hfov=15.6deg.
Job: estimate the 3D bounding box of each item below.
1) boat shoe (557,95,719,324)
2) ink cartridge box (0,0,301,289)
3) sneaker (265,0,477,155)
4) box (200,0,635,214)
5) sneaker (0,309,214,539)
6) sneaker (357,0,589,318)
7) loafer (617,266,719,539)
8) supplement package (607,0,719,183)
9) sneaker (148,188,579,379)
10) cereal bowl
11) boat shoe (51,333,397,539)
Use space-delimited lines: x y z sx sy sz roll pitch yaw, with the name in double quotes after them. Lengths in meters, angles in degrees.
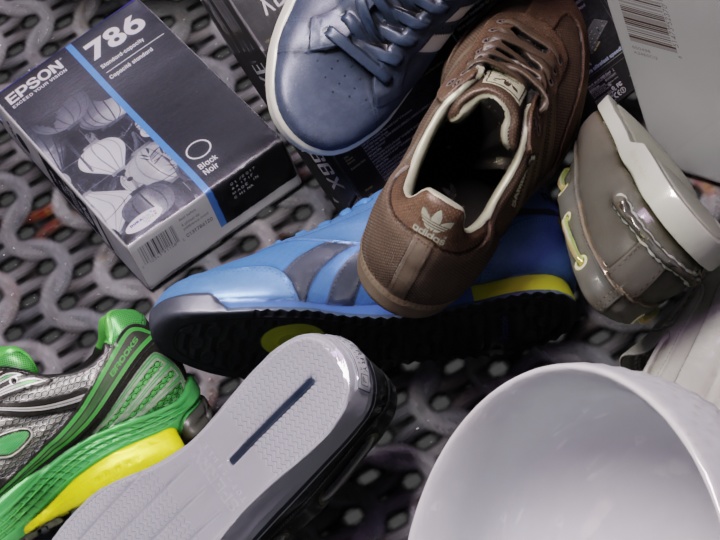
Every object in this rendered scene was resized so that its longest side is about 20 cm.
0.117 -0.027 1.173 0.060 0.072 0.202 -42 10 9 "boat shoe"
-0.123 -0.078 1.380 0.099 0.039 0.200 -36 45 -11 "ink cartridge box"
0.030 -0.140 1.187 0.200 0.075 0.084 -57 17 -8 "sneaker"
0.047 -0.122 1.265 0.200 0.158 0.050 -38 12 -13 "box"
-0.170 0.085 1.203 0.199 0.085 0.078 -28 4 -10 "sneaker"
0.064 -0.066 1.167 0.070 0.076 0.200 28 55 -2 "sneaker"
0.146 0.039 1.137 0.069 0.070 0.200 5 48 29 "loafer"
0.201 -0.134 1.179 0.155 0.200 0.111 20 58 36 "supplement package"
0.000 0.000 1.207 0.199 0.066 0.079 -7 61 -7 "sneaker"
0.104 0.137 1.015 0.200 0.083 0.201 -17 69 52 "cereal bowl"
-0.060 0.111 1.160 0.200 0.071 0.072 -40 57 13 "boat shoe"
